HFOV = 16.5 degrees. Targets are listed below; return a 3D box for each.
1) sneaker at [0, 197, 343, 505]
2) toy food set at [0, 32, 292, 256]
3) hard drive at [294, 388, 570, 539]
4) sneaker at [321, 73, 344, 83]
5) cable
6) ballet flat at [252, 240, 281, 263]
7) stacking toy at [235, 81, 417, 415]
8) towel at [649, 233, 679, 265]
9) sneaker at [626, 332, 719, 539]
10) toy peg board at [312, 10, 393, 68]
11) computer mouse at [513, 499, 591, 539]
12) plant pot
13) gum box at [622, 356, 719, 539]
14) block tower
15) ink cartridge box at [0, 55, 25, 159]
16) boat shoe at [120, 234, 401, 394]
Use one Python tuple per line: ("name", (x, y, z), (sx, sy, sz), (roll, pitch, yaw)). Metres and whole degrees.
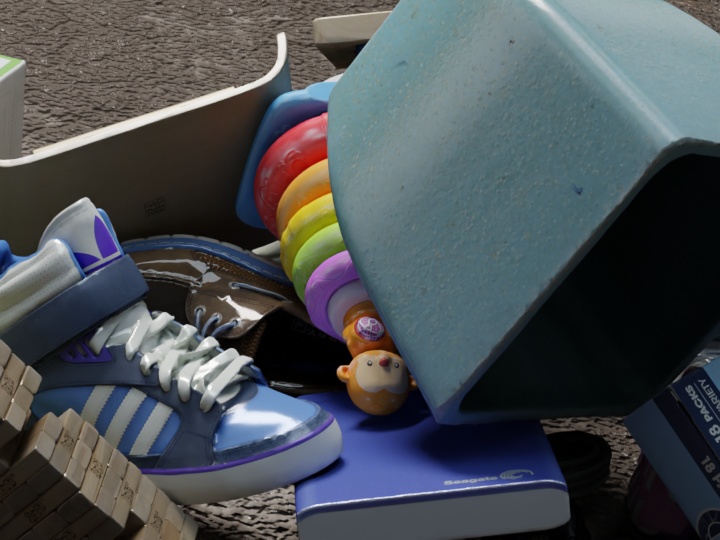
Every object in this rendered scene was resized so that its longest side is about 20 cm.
("sneaker", (-0.112, 0.036, 1.262), (0.199, 0.147, 0.081), (-1, 18, 27))
("toy food set", (-0.129, -0.059, 1.438), (0.199, 0.144, 0.061), (-19, 55, -12))
("hard drive", (0.031, 0.096, 1.289), (0.131, 0.025, 0.200), (-6, 13, -1))
("sneaker", (0.048, -0.065, 1.488), (0.199, 0.071, 0.099), (20, 25, 13))
("cable", (0.049, 0.132, 1.296), (0.097, 0.051, 0.200), (11, 21, 36))
("ballet flat", (-0.060, -0.025, 1.547), (0.200, 0.068, 0.067), (20, 49, 32))
("stacking toy", (0.000, 0.000, 1.365), (0.116, 0.110, 0.200), (9, 43, -16))
("towel", (0.244, -0.002, 1.468), (0.191, 0.032, 0.200), (36, 21, -11))
("sneaker", (0.209, 0.089, 1.386), (0.088, 0.081, 0.200), (29, 33, 3))
("toy peg board", (0.078, -0.123, 1.682), (0.198, 0.098, 0.200), (-5, -1, 4))
("computer mouse", (0.121, 0.163, 1.261), (0.058, 0.034, 0.200), (-1, 29, -16))
("plant pot", (0.099, -0.061, 1.294), (0.196, 0.196, 0.200), (3, 44, -51))
("gum box", (0.252, 0.107, 1.298), (0.200, 0.045, 0.170), (-24, 77, -46))
("block tower", (-0.168, 0.086, 1.194), (0.200, 0.054, 0.058), (46, 22, -16))
("ink cartridge box", (-0.271, -0.052, 1.482), (0.059, 0.104, 0.200), (15, 29, 14))
("boat shoe", (-0.070, 0.030, 1.415), (0.199, 0.072, 0.072), (6, 29, -4))
